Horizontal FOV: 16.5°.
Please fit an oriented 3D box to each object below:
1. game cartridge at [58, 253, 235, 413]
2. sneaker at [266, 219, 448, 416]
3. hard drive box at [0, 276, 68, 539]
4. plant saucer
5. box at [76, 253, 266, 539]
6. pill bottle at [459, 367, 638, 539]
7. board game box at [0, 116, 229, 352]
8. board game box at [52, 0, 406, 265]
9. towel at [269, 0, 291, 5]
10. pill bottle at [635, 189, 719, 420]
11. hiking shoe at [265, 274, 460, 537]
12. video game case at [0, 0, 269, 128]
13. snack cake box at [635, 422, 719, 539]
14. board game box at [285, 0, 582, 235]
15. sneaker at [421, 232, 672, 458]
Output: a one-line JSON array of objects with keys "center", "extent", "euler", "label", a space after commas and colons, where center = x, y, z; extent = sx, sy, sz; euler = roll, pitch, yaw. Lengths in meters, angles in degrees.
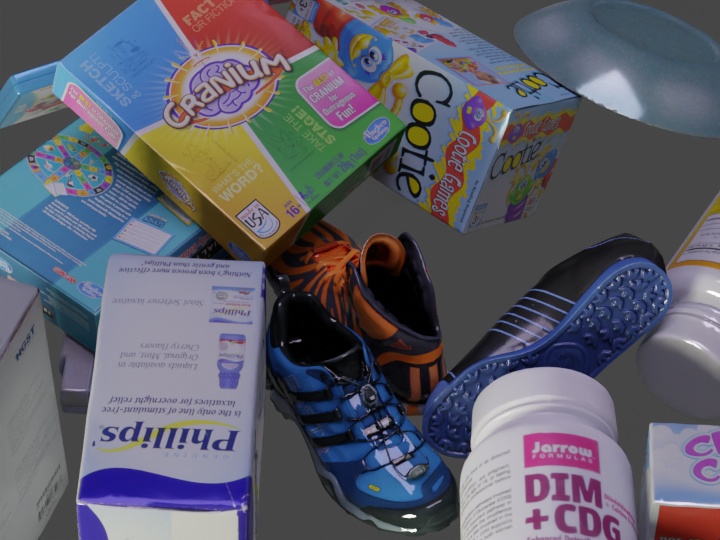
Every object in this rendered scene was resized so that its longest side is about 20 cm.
[{"center": [-0.140, 0.021, 1.757], "extent": [0.129, 0.038, 0.200], "euler": [0, 47, 5], "label": "game cartridge"}, {"center": [0.000, 0.000, 1.723], "extent": [0.077, 0.112, 0.200], "euler": [-29, 55, -24], "label": "sneaker"}, {"center": [-0.255, 0.120, 1.556], "extent": [0.077, 0.200, 0.156], "euler": [15, 49, 12], "label": "hard drive box"}, {"center": [0.215, -0.163, 1.861], "extent": [0.201, 0.039, 0.201], "euler": [17, 25, -8], "label": "plant saucer"}, {"center": [-0.115, 0.123, 1.566], "extent": [0.105, 0.184, 0.200], "euler": [3, 49, 0], "label": "box"}, {"center": [0.119, 0.167, 1.574], "extent": [0.113, 0.114, 0.200], "euler": [0, 48, 0], "label": "pill bottle"}, {"center": [-0.167, -0.045, 1.763], "extent": [0.151, 0.047, 0.200], "euler": [32, 55, 28], "label": "board game box"}, {"center": [-0.092, -0.113, 1.739], "extent": [0.200, 0.040, 0.153], "euler": [41, 61, 11], "label": "board game box"}, {"center": [-0.022, -0.226, 1.883], "extent": [0.146, 0.200, 0.030], "euler": [-17, 91, -25], "label": "towel"}, {"center": [0.269, 0.009, 1.719], "extent": [0.109, 0.109, 0.200], "euler": [25, 53, 20], "label": "pill bottle"}, {"center": [-0.007, 0.096, 1.654], "extent": [0.074, 0.087, 0.200], "euler": [-31, 55, -22], "label": "hiking shoe"}, {"center": [-0.174, -0.153, 1.853], "extent": [0.200, 0.143, 0.018], "euler": [-19, 89, -17], "label": "video game case"}, {"center": [0.277, 0.162, 1.580], "extent": [0.199, 0.115, 0.067], "euler": [3, 48, 1], "label": "snack cake box"}, {"center": [0.041, -0.124, 1.818], "extent": [0.200, 0.103, 0.105], "euler": [33, 26, 26], "label": "board game box"}, {"center": [0.125, 0.050, 1.685], "extent": [0.200, 0.070, 0.078], "euler": [-36, 19, 10], "label": "sneaker"}]
